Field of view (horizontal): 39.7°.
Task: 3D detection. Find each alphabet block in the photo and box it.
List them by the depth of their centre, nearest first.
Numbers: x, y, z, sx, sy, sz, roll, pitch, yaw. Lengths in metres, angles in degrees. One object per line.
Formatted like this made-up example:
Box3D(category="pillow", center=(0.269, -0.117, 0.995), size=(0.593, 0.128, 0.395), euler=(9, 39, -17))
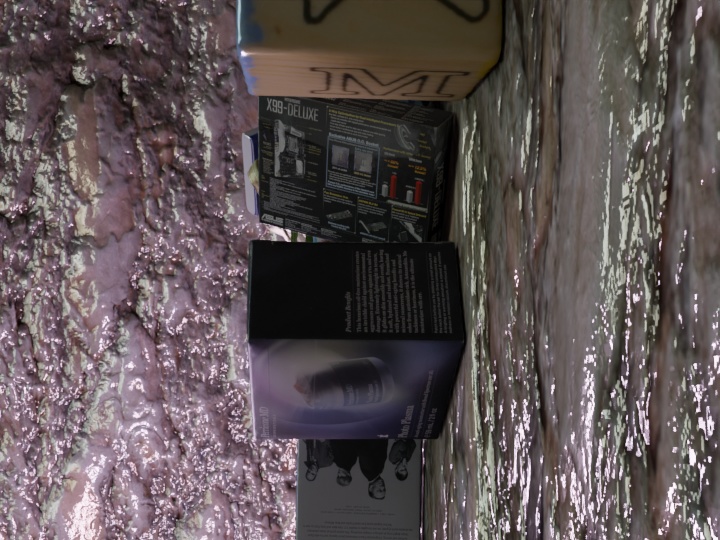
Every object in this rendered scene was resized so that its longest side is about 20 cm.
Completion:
Box3D(category="alphabet block", center=(0.004, -0.251, 0.825), size=(0.196, 0.199, 0.196), euler=(-156, 68, -86))

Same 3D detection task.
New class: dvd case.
Box3D(category="dvd case", center=(-0.002, 0.254, 1.184), size=(0.025, 0.150, 0.201), euler=(13, -102, -84))

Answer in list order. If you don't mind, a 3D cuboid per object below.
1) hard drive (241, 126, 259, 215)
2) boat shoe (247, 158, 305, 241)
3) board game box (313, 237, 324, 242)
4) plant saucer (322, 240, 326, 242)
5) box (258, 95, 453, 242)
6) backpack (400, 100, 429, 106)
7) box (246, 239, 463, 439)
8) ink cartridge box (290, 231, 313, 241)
Box3D(category="hard drive", center=(-0.083, -0.175, 1.456), size=(0.025, 0.200, 0.132), euler=(35, 140, 34))
Box3D(category="boat shoe", center=(-0.109, -0.079, 1.417), size=(0.200, 0.065, 0.072), euler=(49, -158, -46))
Box3D(category="board game box", center=(0.007, -0.013, 1.259), size=(0.200, 0.134, 0.034), euler=(-93, -18, -58))
Box3D(category="plant saucer", center=(0.000, 0.000, 1.155), size=(0.029, 0.200, 0.200), euler=(55, -164, -28))
Box3D(category="box", center=(-0.010, -0.104, 1.034), size=(0.050, 0.199, 0.158), euler=(-48, -33, -52))
Box3D(category="backpack", center=(0.010, -0.154, 1.124), size=(0.200, 0.134, 0.183), euler=(50, 143, 10))
Box3D(category="box", center=(-0.011, 0.075, 0.991), size=(0.200, 0.198, 0.124), euler=(94, 176, -54))
Box3D(category="ink cartridge box", center=(-0.018, -0.031, 1.414), size=(0.200, 0.076, 0.148), euler=(-1, -88, -62))
